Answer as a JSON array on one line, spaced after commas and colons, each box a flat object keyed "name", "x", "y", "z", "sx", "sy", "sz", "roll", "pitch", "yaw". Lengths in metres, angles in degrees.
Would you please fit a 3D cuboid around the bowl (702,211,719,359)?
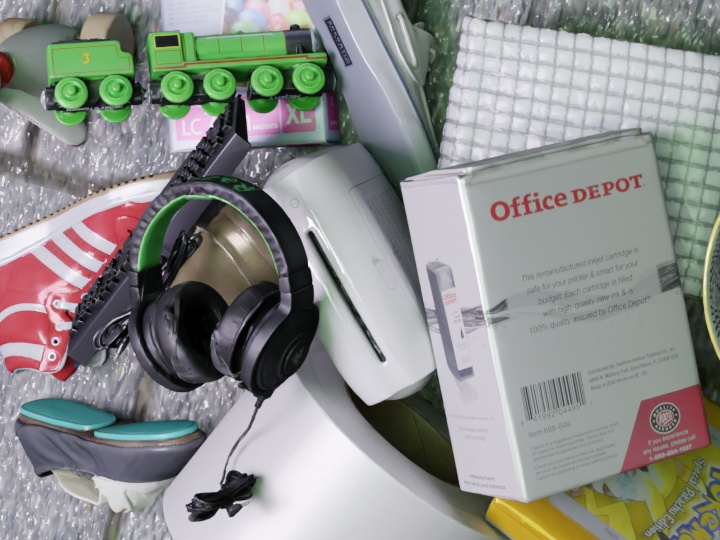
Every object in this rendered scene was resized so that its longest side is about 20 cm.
[{"name": "bowl", "x": 0.300, "y": -0.001, "z": 1.387, "sx": 0.199, "sy": 0.094, "sz": 0.202, "roll": -1, "pitch": 98, "yaw": -8}]

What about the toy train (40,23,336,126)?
[{"name": "toy train", "x": -0.116, "y": -0.133, "z": 1.475, "sx": 0.198, "sy": 0.042, "sz": 0.057, "roll": -5, "pitch": 71, "yaw": -11}]

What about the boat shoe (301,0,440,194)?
[{"name": "boat shoe", "x": 0.020, "y": -0.148, "z": 1.490, "sx": 0.065, "sy": 0.073, "sz": 0.201, "roll": -29, "pitch": 106, "yaw": -23}]

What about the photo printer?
[{"name": "photo printer", "x": 0.000, "y": 0.000, "z": 1.426, "sx": 0.069, "sy": 0.200, "sz": 0.167, "roll": -29, "pitch": 92, "yaw": 10}]

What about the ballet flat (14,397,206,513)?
[{"name": "ballet flat", "x": -0.172, "y": 0.132, "z": 1.534, "sx": 0.199, "sy": 0.073, "sz": 0.074, "roll": 4, "pitch": 95, "yaw": 48}]

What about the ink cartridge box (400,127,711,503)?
[{"name": "ink cartridge box", "x": 0.119, "y": 0.025, "z": 1.345, "sx": 0.145, "sy": 0.085, "sz": 0.202, "roll": -13, "pitch": 96, "yaw": -27}]

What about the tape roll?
[{"name": "tape roll", "x": -0.011, "y": 0.156, "z": 1.446, "sx": 0.203, "sy": 0.203, "sz": 0.139, "roll": 42, "pitch": 104, "yaw": 11}]

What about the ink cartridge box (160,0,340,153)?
[{"name": "ink cartridge box", "x": -0.080, "y": -0.185, "z": 1.535, "sx": 0.118, "sy": 0.042, "sz": 0.202, "roll": -3, "pitch": 90, "yaw": 16}]

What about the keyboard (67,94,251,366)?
[{"name": "keyboard", "x": -0.134, "y": -0.017, "z": 1.436, "sx": 0.021, "sy": 0.127, "sz": 0.200, "roll": 29, "pitch": 113, "yaw": -21}]

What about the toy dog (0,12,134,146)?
[{"name": "toy dog", "x": -0.235, "y": -0.115, "z": 1.523, "sx": 0.131, "sy": 0.199, "sz": 0.097, "roll": 9, "pitch": 114, "yaw": 40}]

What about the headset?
[{"name": "headset", "x": -0.089, "y": 0.046, "z": 1.331, "sx": 0.123, "sy": 0.094, "sz": 0.202, "roll": 1, "pitch": 105, "yaw": 33}]

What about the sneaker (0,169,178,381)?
[{"name": "sneaker", "x": -0.184, "y": 0.007, "z": 1.557, "sx": 0.199, "sy": 0.071, "sz": 0.113, "roll": -23, "pitch": 82, "yaw": 24}]

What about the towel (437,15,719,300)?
[{"name": "towel", "x": 0.153, "y": -0.072, "z": 1.449, "sx": 0.199, "sy": 0.086, "sz": 0.167, "roll": 9, "pitch": 97, "yaw": 14}]

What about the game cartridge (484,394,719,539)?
[{"name": "game cartridge", "x": 0.205, "y": 0.155, "z": 1.407, "sx": 0.199, "sy": 0.176, "sz": 0.033, "roll": 34, "pitch": 142, "yaw": 12}]

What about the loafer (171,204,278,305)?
[{"name": "loafer", "x": -0.101, "y": 0.021, "z": 1.475, "sx": 0.067, "sy": 0.200, "sz": 0.076, "roll": -40, "pitch": 82, "yaw": -25}]
